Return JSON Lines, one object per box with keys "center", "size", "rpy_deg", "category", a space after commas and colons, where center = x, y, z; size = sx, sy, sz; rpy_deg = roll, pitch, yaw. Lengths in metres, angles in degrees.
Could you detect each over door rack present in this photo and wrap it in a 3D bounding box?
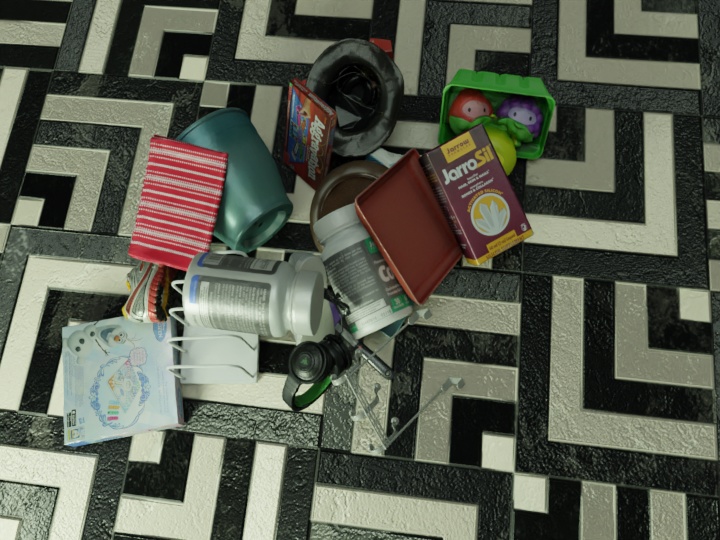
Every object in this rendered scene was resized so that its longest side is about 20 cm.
{"center": [0.059, 0.179, 1.100], "size": [0.198, 0.066, 0.150], "rpy_deg": [-34, 105, -19], "category": "over door rack"}

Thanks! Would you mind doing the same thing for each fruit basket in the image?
{"center": [0.237, -0.248, 1.207], "size": [0.209, 0.158, 0.220], "rpy_deg": [0, 49, -1], "category": "fruit basket"}

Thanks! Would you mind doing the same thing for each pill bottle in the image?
{"center": [-0.159, 0.039, 1.025], "size": [0.194, 0.114, 0.117], "rpy_deg": [7, 73, 8], "category": "pill bottle"}
{"center": [0.000, 0.000, 1.124], "size": [0.111, 0.113, 0.204], "rpy_deg": [-24, 85, -4], "category": "pill bottle"}

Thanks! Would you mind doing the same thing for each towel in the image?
{"center": [-0.299, -0.106, 1.098], "size": [0.141, 0.022, 0.206], "rpy_deg": [15, 95, 10], "category": "towel"}

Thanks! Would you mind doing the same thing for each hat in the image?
{"center": [-0.016, -0.310, 1.229], "size": [0.194, 0.081, 0.207], "rpy_deg": [-1, 98, -4], "category": "hat"}

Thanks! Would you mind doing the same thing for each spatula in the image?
{"center": [-0.017, 0.120, 1.172], "size": [0.199, 0.021, 0.057], "rpy_deg": [42, 86, 14], "category": "spatula"}

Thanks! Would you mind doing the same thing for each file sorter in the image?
{"center": [-0.250, 0.081, 1.146], "size": [0.134, 0.125, 0.206], "rpy_deg": [-2, 73, 4], "category": "file sorter"}

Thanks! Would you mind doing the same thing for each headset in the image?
{"center": [-0.071, 0.134, 1.095], "size": [0.093, 0.122, 0.203], "rpy_deg": [38, 114, 23], "category": "headset"}

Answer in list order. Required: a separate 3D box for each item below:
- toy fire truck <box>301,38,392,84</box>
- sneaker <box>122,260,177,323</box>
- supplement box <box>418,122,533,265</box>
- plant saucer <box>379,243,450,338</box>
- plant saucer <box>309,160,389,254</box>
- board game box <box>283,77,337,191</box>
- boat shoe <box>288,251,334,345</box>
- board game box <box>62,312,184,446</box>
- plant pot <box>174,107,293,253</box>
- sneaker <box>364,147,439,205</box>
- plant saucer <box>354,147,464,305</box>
{"center": [-0.032, -0.372, 1.314], "size": [0.194, 0.049, 0.145], "rpy_deg": [-4, 72, 4], "category": "toy fire truck"}
{"center": [-0.374, 0.000, 1.187], "size": [0.080, 0.079, 0.204], "rpy_deg": [-7, 51, 8], "category": "sneaker"}
{"center": [0.191, -0.125, 1.124], "size": [0.108, 0.086, 0.204], "rpy_deg": [-27, 95, -2], "category": "supplement box"}
{"center": [0.082, 0.021, 1.199], "size": [0.069, 0.019, 0.202], "rpy_deg": [30, 76, 13], "category": "plant saucer"}
{"center": [0.000, -0.092, 1.194], "size": [0.194, 0.032, 0.207], "rpy_deg": [1, 95, 11], "category": "plant saucer"}
{"center": [-0.092, -0.233, 1.197], "size": [0.103, 0.202, 0.019], "rpy_deg": [41, 61, 16], "category": "board game box"}
{"center": [-0.093, 0.067, 1.144], "size": [0.071, 0.068, 0.205], "rpy_deg": [-20, 115, -26], "category": "boat shoe"}
{"center": [-0.412, 0.183, 1.167], "size": [0.193, 0.044, 0.206], "rpy_deg": [-10, 72, 0], "category": "board game box"}
{"center": [-0.222, -0.142, 1.184], "size": [0.199, 0.200, 0.189], "rpy_deg": [-38, 79, -8], "category": "plant pot"}
{"center": [0.099, -0.176, 1.234], "size": [0.197, 0.077, 0.082], "rpy_deg": [30, 72, 4], "category": "sneaker"}
{"center": [0.084, -0.073, 1.124], "size": [0.200, 0.036, 0.202], "rpy_deg": [-44, 106, -42], "category": "plant saucer"}
